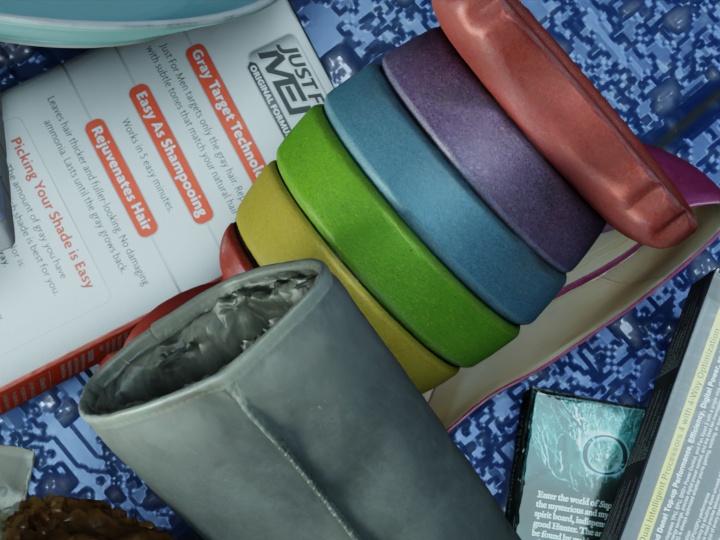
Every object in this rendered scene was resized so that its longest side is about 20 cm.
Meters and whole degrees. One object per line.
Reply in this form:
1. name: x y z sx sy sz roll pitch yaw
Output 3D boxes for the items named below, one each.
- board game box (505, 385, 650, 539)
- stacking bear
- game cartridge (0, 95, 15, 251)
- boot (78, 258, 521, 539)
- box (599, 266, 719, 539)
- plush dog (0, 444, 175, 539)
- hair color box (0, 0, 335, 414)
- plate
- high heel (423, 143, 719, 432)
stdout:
1. board game box: 0.150 0.126 1.011 0.199 0.028 0.136 10 79 -3
2. stacking bear: 0.000 0.000 0.925 0.200 0.114 0.122 -41 94 8
3. game cartridge: -0.222 -0.032 0.948 0.199 0.038 0.130 -17 45 4
4. boot: 0.034 0.074 0.875 0.181 0.073 0.200 -27 110 12
5. box: 0.165 0.121 0.974 0.161 0.049 0.201 21 80 -3
6. plush dog: -0.145 0.126 0.907 0.200 0.172 0.161 -39 86 -10
7. hair color box: -0.100 -0.021 0.995 0.200 0.061 0.102 -26 83 -9
8. plate: -0.123 -0.117 0.963 0.199 0.200 0.026 10 115 -4
9. high heel: 0.046 0.029 0.980 0.200 0.096 0.067 -42 122 -18
